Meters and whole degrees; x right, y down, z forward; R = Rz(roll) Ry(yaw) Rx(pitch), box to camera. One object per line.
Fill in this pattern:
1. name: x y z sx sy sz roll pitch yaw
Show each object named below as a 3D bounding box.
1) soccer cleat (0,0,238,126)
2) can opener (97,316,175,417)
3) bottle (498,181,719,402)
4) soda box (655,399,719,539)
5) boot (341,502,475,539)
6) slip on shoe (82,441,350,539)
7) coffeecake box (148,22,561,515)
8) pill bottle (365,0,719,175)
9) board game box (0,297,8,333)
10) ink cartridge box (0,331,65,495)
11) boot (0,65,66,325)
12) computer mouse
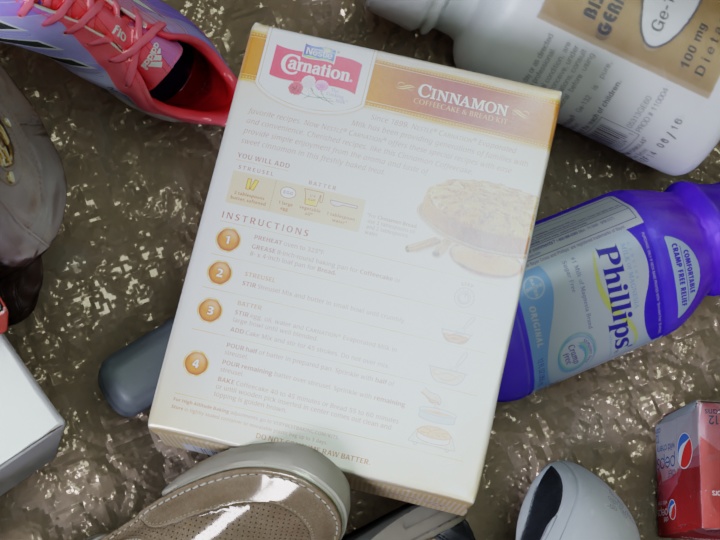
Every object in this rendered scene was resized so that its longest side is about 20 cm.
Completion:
1. soccer cleat: -0.132 -0.121 0.766 0.076 0.200 0.067 28 91 35
2. can opener: -0.040 0.023 0.818 0.200 0.053 0.067 -27 85 -16
3. bottle: 0.141 0.000 0.848 0.199 0.065 0.084 -21 115 -16
4. soda box: 0.264 0.113 0.856 0.199 0.063 0.070 4 76 -10
5. boot: -0.001 0.216 0.777 0.200 0.073 0.151 -29 85 -22
6. slip on shoe: -0.090 0.143 0.719 0.076 0.200 0.061 53 27 -26
7. coffeecake box: 0.000 0.000 0.756 0.153 0.073 0.201 13 77 3
8. pill bottle: 0.110 -0.142 0.854 0.199 0.114 0.115 24 74 -5
9. board game box: -0.262 -0.028 0.658 0.153 0.040 0.200 -28 83 -17
10. ink cartridge box: -0.231 0.055 0.733 0.125 0.129 0.200 -35 86 -18
11. boot: -0.188 -0.073 0.732 0.064 0.200 0.187 -25 84 -16
12. computer mouse: 0.102 0.173 0.778 0.110 0.044 0.200 38 47 -19
